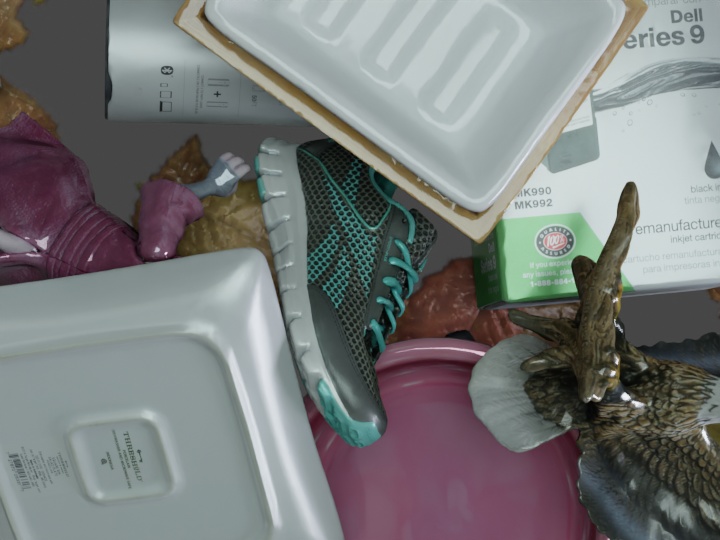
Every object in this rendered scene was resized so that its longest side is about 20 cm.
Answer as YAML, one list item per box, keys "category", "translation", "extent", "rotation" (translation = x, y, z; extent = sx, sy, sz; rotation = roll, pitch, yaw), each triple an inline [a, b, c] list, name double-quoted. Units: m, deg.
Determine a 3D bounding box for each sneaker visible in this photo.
- category: "sneaker"
  translation: [0.000, 0.000, 1.249]
  extent: [0.091, 0.078, 0.201]
  rotation: [-15, 58, 4]

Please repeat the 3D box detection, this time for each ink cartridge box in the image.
- category: "ink cartridge box"
  translation: [0.132, -0.084, 1.303]
  extent: [0.145, 0.084, 0.201]
  rotation: [-6, 87, -6]

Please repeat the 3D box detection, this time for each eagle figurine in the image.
- category: "eagle figurine"
  translation: [0.174, 0.078, 1.213]
  extent: [0.152, 0.151, 0.200]
  rotation: [-48, 127, 5]

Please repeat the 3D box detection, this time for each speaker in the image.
- category: "speaker"
  translation: [-0.043, -0.120, 1.291]
  extent: [0.199, 0.081, 0.082]
  rotation: [1, 86, -5]

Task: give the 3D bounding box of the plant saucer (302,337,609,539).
- category: "plant saucer"
  translation: [0.045, 0.136, 1.281]
  extent: [0.200, 0.051, 0.201]
  rotation: [0, 92, 7]

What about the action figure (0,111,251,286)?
- category: "action figure"
  translation: [-0.148, -0.014, 1.237]
  extent: [0.200, 0.149, 0.134]
  rotation: [24, 101, 23]

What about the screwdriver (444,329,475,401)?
- category: "screwdriver"
  translation: [0.095, 0.126, 1.321]
  extent: [0.029, 0.028, 0.200]
  rotation: [-32, 97, -35]

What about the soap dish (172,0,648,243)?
- category: "soap dish"
  translation: [0.026, -0.132, 1.215]
  extent: [0.200, 0.081, 0.158]
  rotation: [36, 83, 0]

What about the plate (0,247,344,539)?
- category: "plate"
  translation: [-0.125, 0.093, 1.222]
  extent: [0.199, 0.032, 0.200]
  rotation: [-8, 118, 12]
